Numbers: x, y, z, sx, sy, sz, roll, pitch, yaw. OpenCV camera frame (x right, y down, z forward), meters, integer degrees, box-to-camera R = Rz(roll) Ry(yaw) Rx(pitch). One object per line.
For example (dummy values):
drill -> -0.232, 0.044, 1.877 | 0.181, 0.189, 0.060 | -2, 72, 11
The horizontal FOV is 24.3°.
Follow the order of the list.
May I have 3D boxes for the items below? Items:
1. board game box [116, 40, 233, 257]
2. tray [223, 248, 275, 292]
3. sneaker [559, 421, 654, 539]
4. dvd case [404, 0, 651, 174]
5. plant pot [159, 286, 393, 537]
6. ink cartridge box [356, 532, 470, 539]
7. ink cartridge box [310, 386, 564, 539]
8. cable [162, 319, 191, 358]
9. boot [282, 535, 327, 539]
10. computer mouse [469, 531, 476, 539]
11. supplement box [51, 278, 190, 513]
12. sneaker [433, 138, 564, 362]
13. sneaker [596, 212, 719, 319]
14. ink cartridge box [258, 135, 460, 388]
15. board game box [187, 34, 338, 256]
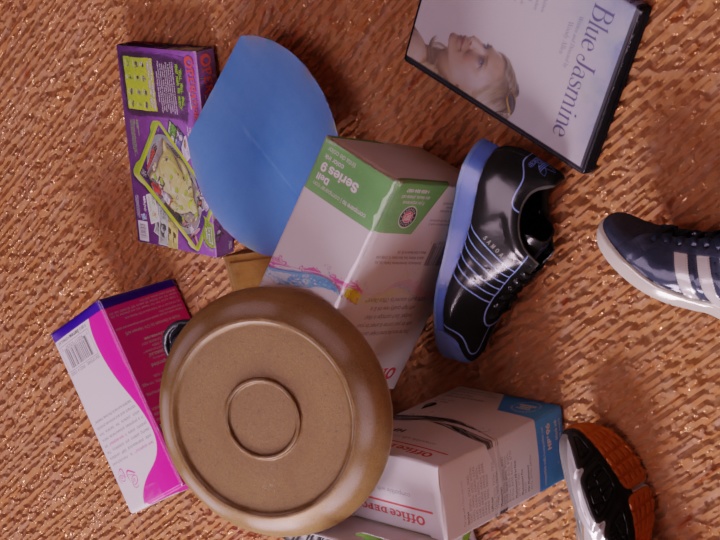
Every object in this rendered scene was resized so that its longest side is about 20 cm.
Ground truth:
board game box -> -0.180, -0.119, 1.620 | 0.120, 0.032, 0.201 | 14, 114, 46
tray -> -0.040, 0.022, 1.524 | 0.199, 0.037, 0.099 | -7, 99, 46
sneaker -> 0.192, 0.222, 1.340 | 0.092, 0.076, 0.201 | -24, 85, 51
dvd case -> 0.124, -0.183, 1.303 | 0.200, 0.018, 0.143 | 36, 126, 30
plant pot -> -0.072, 0.114, 1.304 | 0.199, 0.027, 0.201 | 3, 99, 19
ink cartridge box -> -0.006, 0.267, 1.395 | 0.076, 0.200, 0.148 | 28, 113, 36
ink cartridge box -> 0.061, 0.160, 1.353 | 0.116, 0.200, 0.068 | 7, 109, 43
cable -> -0.097, 0.124, 1.399 | 0.200, 0.051, 0.163 | 51, 167, -5
boot -> -0.059, 0.160, 1.531 | 0.211, 0.079, 0.158 | 44, 134, 6
computer mouse -> 0.080, 0.297, 1.495 | 0.109, 0.044, 0.201 | -16, 92, 47
supplement box -> -0.210, 0.126, 1.681 | 0.101, 0.103, 0.201 | -31, 81, 45
sneaker -> 0.111, -0.004, 1.341 | 0.078, 0.070, 0.201 | 22, 125, 24
sneaker -> 0.264, -0.010, 1.190 | 0.200, 0.075, 0.085 | 29, 125, 23
ink cartridge box -> 0.000, 0.000, 1.361 | 0.087, 0.145, 0.201 | 32, 108, 29
board game box -> -0.075, -0.112, 1.510 | 0.158, 0.039, 0.200 | 51, 133, 20
